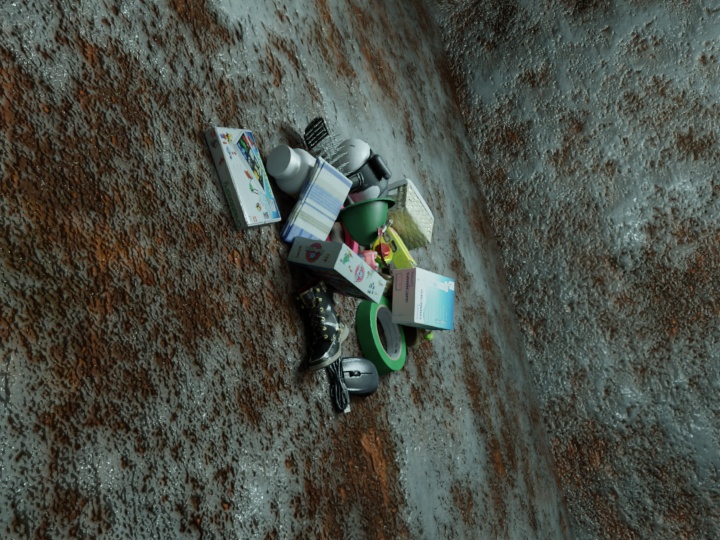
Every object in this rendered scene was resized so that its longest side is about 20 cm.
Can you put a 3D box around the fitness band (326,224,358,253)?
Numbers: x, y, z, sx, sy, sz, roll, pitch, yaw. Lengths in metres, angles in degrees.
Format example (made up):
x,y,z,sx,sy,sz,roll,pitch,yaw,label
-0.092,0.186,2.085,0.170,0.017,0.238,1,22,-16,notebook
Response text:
x,y,z,sx,sy,sz,roll,pitch,yaw,label
-0.059,-0.094,1.488,0.144,0.037,0.203,50,31,-34,fitness band

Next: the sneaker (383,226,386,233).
x,y,z,sx,sy,sz,roll,pitch,yaw,label
0.036,-0.128,1.613,0.080,0.078,0.200,61,11,-3,sneaker

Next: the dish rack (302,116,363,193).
x,y,z,sx,sy,sz,roll,pitch,yaw,label
-0.078,-0.287,1.458,0.054,0.152,0.205,-24,94,-29,dish rack

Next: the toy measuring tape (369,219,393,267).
x,y,z,sx,sy,sz,roll,pitch,yaw,label
0.072,-0.069,1.670,0.074,0.072,0.202,57,42,-26,toy measuring tape

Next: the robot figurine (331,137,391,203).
x,y,z,sx,sy,sz,roll,pitch,yaw,label
0.002,-0.265,1.563,0.201,0.148,0.126,53,12,-33,robot figurine

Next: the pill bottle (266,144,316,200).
x,y,z,sx,sy,sz,roll,pitch,yaw,label
-0.132,-0.216,1.336,0.199,0.102,0.107,29,47,-55,pill bottle

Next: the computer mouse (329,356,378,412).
x,y,z,sx,sy,sz,roll,pitch,yaw,label
-0.004,0.254,1.338,0.199,0.052,0.143,16,58,-61,computer mouse

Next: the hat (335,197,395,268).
x,y,z,sx,sy,sz,roll,pitch,yaw,label
0.025,-0.069,1.411,0.198,0.162,0.181,-1,74,-62,hat

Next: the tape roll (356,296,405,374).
x,y,z,sx,sy,sz,roll,pitch,yaw,label
0.058,0.172,1.528,0.200,0.047,0.205,45,35,-44,tape roll

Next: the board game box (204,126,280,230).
x,y,z,sx,sy,sz,roll,pitch,yaw,label
-0.239,-0.190,1.175,0.126,0.034,0.205,-20,92,-65,board game box

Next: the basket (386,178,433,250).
x,y,z,sx,sy,sz,roll,pitch,yaw,label
0.139,-0.171,1.838,0.201,0.133,0.126,50,36,-38,basket

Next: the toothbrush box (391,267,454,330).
x,y,z,sx,sy,sz,roll,pitch,yaw,label
0.179,0.085,1.605,0.197,0.084,0.151,15,75,-49,toothbrush box

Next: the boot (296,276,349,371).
x,y,z,sx,sy,sz,roll,pitch,yaw,label
-0.091,0.112,1.230,0.154,0.071,0.200,66,21,-13,boot

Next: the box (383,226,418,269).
x,y,z,sx,sy,sz,roll,pitch,yaw,label
0.122,-0.043,1.729,0.075,0.050,0.202,32,24,-54,box

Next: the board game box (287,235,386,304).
x,y,z,sx,sy,sz,roll,pitch,yaw,label
-0.051,-0.001,1.300,0.199,0.145,0.066,40,67,-49,board game box

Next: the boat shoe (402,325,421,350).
x,y,z,sx,sy,sz,roll,pitch,yaw,label
0.148,0.139,1.725,0.065,0.069,0.206,44,42,-57,boat shoe

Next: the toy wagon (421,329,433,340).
x,y,z,sx,sy,sz,roll,pitch,yaw,label
0.193,0.116,1.804,0.201,0.038,0.160,-109,-169,-65,toy wagon

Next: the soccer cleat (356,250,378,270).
x,y,z,sx,sy,sz,roll,pitch,yaw,label
0.000,0.000,1.462,0.201,0.074,0.069,107,-20,-72,soccer cleat

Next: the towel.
x,y,z,sx,sy,sz,roll,pitch,yaw,label
-0.099,-0.144,1.313,0.146,0.023,0.204,24,92,-56,towel

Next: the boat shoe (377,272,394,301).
x,y,z,sx,sy,sz,roll,pitch,yaw,label
0.081,0.055,1.653,0.199,0.070,0.078,19,87,-66,boat shoe
